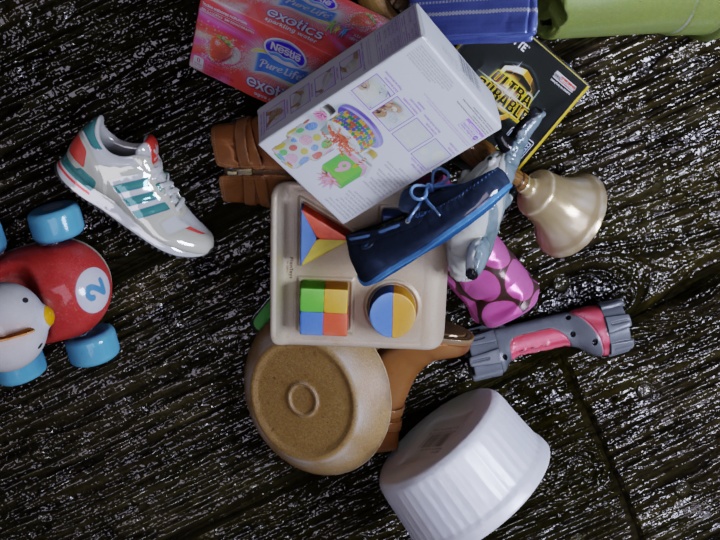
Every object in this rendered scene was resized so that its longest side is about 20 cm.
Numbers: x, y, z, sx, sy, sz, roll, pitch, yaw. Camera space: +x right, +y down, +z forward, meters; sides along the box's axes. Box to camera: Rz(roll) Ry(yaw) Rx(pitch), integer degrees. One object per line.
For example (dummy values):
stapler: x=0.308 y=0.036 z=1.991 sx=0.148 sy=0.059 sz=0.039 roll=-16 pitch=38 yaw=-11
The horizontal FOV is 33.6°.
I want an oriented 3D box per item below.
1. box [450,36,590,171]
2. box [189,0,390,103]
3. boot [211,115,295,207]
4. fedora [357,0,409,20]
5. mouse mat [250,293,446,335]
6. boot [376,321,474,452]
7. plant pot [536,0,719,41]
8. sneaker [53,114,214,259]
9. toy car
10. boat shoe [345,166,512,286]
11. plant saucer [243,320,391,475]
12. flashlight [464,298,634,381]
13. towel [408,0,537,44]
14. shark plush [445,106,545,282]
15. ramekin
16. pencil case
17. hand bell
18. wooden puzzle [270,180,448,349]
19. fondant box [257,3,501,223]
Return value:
box: x=0.137 y=-0.190 z=1.289 sx=0.160 sy=0.050 sz=0.199 roll=-48 pitch=138 yaw=15
box: x=-0.066 y=-0.234 z=1.243 sx=0.198 sy=0.103 sz=0.095 roll=26 pitch=136 yaw=5
boot: x=-0.080 y=-0.084 z=1.338 sx=0.153 sy=0.077 sz=0.203 roll=-8 pitch=119 yaw=6
fedora: x=0.081 y=-0.330 z=1.277 sx=0.197 sy=0.082 sz=0.204 roll=-2 pitch=104 yaw=-8
mouse mat: x=-0.013 y=0.065 z=1.430 sx=0.199 sy=0.008 sz=0.161 roll=39 pitch=100 yaw=-16
boot: x=0.039 y=0.141 z=1.409 sx=0.196 sy=0.077 sz=0.158 roll=-4 pitch=102 yaw=2
plant pot: x=0.261 y=-0.316 z=1.218 sx=0.187 sy=0.200 sz=0.203 roll=-15 pitch=109 yaw=-13
sneaker: x=-0.236 y=-0.094 z=1.326 sx=0.198 sy=0.071 sz=0.094 roll=33 pitch=108 yaw=-11
toy car: x=-0.363 y=0.048 z=1.291 sx=0.174 sy=0.200 sz=0.187 roll=-13 pitch=109 yaw=-1
boat shoe: x=0.059 y=-0.054 z=1.200 sx=0.199 sy=0.084 sz=0.069 roll=-32 pitch=86 yaw=25
plant saucer: x=-0.060 y=0.145 z=1.384 sx=0.197 sy=0.035 sz=0.204 roll=5 pitch=102 yaw=26
flashlight: x=0.224 y=0.088 z=1.428 sx=0.197 sy=0.068 sz=0.069 roll=-15 pitch=111 yaw=-2
towel: x=0.115 y=-0.326 z=1.181 sx=0.143 sy=0.024 sz=0.204 roll=3 pitch=91 yaw=32
shark plush: x=0.133 y=-0.082 z=1.258 sx=0.083 sy=0.090 sz=0.203 roll=4 pitch=106 yaw=-49
ramekin: x=0.116 y=0.230 z=1.398 sx=0.199 sy=0.201 sz=0.098 roll=-37 pitch=100 yaw=7
pencil case: x=0.116 y=-0.018 z=1.375 sx=0.094 sy=0.091 sz=0.200 roll=-42 pitch=108 yaw=6
hand bell: x=0.171 y=-0.102 z=1.309 sx=0.199 sy=0.104 sz=0.105 roll=28 pitch=104 yaw=-35
wooden puzzle: x=0.000 y=0.000 z=1.298 sx=0.196 sy=0.046 sz=0.188 roll=1 pitch=108 yaw=-4
fondant box: x=0.017 y=-0.149 z=1.172 sx=0.198 sy=0.059 sz=0.144 roll=-30 pitch=133 yaw=21
